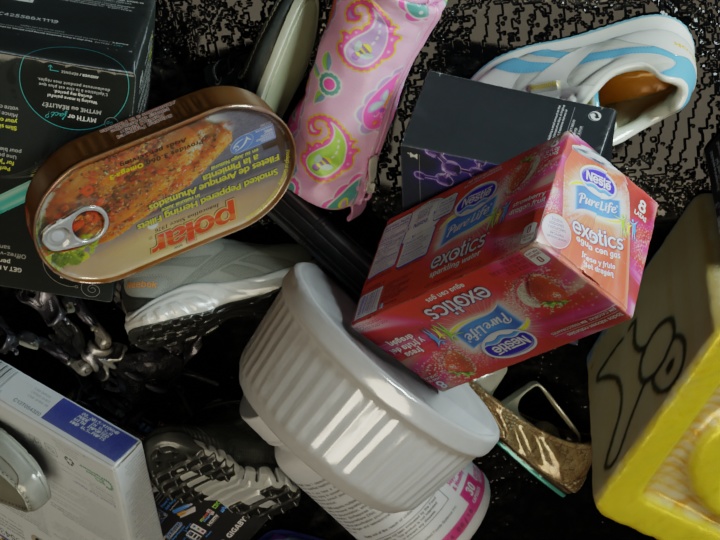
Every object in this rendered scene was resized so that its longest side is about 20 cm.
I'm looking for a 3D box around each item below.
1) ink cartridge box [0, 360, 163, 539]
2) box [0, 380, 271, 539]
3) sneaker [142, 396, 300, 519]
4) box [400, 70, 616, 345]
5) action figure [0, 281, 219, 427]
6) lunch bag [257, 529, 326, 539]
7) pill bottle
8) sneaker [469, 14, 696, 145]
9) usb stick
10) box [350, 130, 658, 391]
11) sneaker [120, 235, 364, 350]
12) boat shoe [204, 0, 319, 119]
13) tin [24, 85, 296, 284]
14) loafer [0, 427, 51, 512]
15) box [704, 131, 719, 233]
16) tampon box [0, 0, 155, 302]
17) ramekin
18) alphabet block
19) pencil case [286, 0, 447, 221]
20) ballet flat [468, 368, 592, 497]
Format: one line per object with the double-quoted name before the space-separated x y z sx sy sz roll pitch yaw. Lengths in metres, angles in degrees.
"ink cartridge box" -0.245 0.170 1.671 0.196 0.043 0.200 26 143 27
"box" -0.207 0.208 1.788 0.198 0.050 0.200 33 120 -14
"sneaker" -0.121 0.141 1.676 0.066 0.091 0.200 -27 153 19
"box" 0.107 -0.043 1.531 0.141 0.079 0.200 15 146 14
"action figure" -0.206 0.052 1.663 0.119 0.102 0.200 -45 135 19
"lunch bag" -0.017 0.303 1.770 0.200 0.151 0.094 30 120 -13
"pill bottle" 0.003 0.148 1.693 0.113 0.113 0.200 -36 113 24
"sneaker" 0.150 -0.124 1.527 0.200 0.081 0.077 -22 119 20
"usb stick" 0.000 0.000 1.569 0.200 0.055 0.033 43 99 13
"box" 0.098 -0.002 1.432 0.095 0.100 0.200 36 143 -24
"sneaker" -0.091 -0.002 1.618 0.200 0.079 0.074 -13 161 -13
"boat shoe" -0.089 -0.130 1.553 0.066 0.075 0.200 29 124 14
"tin" -0.143 -0.061 1.486 0.200 0.042 0.112 -23 128 -12
"loafer" -0.326 0.150 1.638 0.200 0.070 0.070 18 139 36
"box" 0.367 -0.046 1.526 0.200 0.132 0.115 29 119 -13
"tampon box" -0.240 -0.100 1.549 0.150 0.126 0.200 9 123 -3
"ramekin" -0.001 0.092 1.531 0.202 0.202 0.094 38 100 -18
"alphabet block" 0.299 0.094 1.581 0.196 0.200 0.196 23 122 -10
"pencil case" -0.001 -0.137 1.527 0.087 0.087 0.200 18 120 -6
"ballet flat" 0.113 0.108 1.697 0.200 0.071 0.065 36 91 -19
